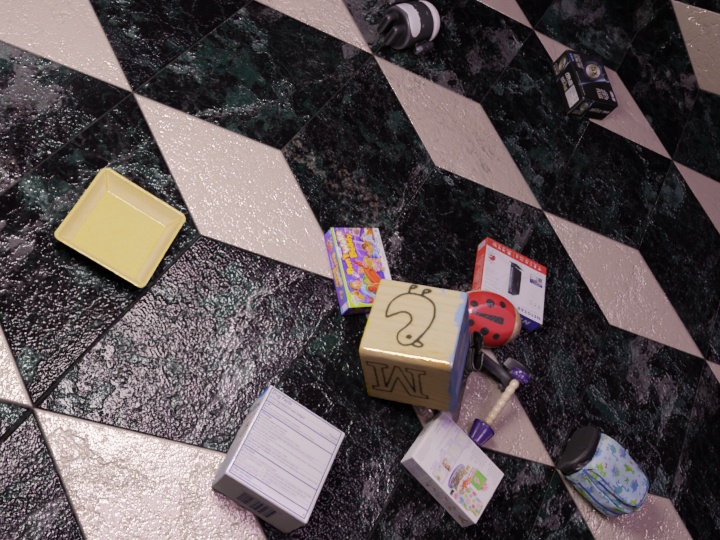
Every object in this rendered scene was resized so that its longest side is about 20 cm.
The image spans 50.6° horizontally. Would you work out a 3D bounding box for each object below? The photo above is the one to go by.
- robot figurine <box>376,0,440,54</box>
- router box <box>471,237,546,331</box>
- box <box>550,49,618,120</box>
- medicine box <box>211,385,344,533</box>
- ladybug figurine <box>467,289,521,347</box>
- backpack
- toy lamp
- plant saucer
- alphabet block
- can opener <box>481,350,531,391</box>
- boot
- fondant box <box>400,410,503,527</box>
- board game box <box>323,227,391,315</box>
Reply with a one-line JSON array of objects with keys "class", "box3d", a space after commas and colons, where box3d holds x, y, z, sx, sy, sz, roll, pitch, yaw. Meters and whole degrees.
[{"class": "robot figurine", "box3d": [0.141, -0.710, 2.207, 0.198, 0.124, 0.153, -25, 120, -37]}, {"class": "router box", "box3d": [0.390, 0.036, 1.990, 0.197, 0.049, 0.182, 25, 55, -17]}, {"class": "box", "box3d": [0.741, -0.614, 2.521, 0.161, 0.086, 0.204, 3, 63, -29]}, {"class": "medicine box", "box3d": [-0.156, 0.362, 1.465, 0.181, 0.103, 0.202, 34, 52, -9]}, {"class": "ladybug figurine", "box3d": [0.312, 0.118, 1.863, 0.196, 0.072, 0.139, 12, 84, -16]}, {"class": "backpack", "box3d": [0.586, 0.490, 1.813, 0.163, 0.153, 0.202, -37, 98, -45]}, {"class": "toy lamp", "box3d": [0.317, 0.318, 1.760, 0.058, 0.058, 0.201, 40, 72, -4]}, {"class": "plant saucer", "box3d": [-0.487, -0.080, 1.548, 0.198, 0.048, 0.202, 32, 54, -12]}, {"class": "alphabet block", "box3d": [0.121, 0.161, 1.630, 0.196, 0.198, 0.198, 8, 51, 14]}, {"class": "can opener", "box3d": [0.315, 0.226, 1.841, 0.198, 0.063, 0.079, 33, 79, 0]}, {"class": "boot", "box3d": [0.227, 0.242, 1.733, 0.067, 0.131, 0.203, 21, 56, -18]}, {"class": "fondant box", "box3d": [0.202, 0.432, 1.662, 0.200, 0.058, 0.144, 45, 52, 0]}, {"class": "board game box", "box3d": [0.000, 0.000, 1.787, 0.132, 0.045, 0.204, -1, 66, -30]}]
